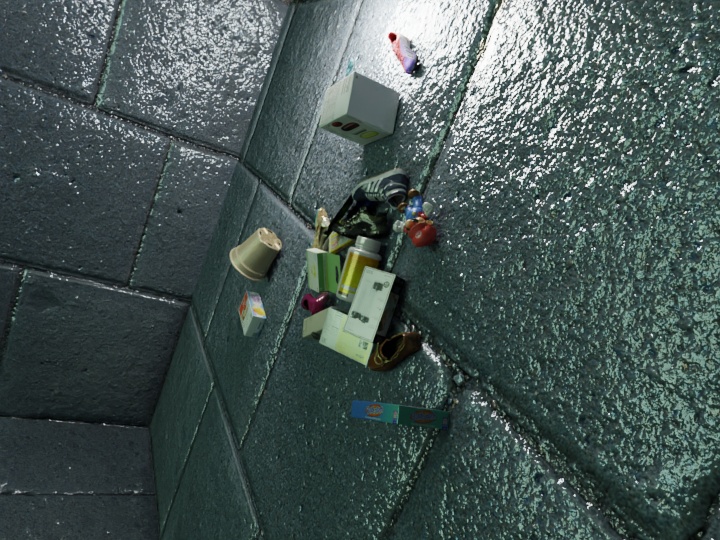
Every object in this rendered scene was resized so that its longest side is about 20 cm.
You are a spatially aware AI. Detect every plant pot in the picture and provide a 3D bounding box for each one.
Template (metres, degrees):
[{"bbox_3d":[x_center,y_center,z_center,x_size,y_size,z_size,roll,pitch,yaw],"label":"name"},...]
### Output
[{"bbox_3d":[-0.459,-0.085,2.393,0.183,0.200,0.201,-44,41,24],"label":"plant pot"}]

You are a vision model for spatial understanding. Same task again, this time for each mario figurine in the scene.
[{"bbox_3d":[0.143,-0.146,1.449,0.201,0.105,0.124,-102,4,-50],"label":"mario figurine"}]

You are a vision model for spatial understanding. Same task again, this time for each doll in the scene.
[{"bbox_3d":[0.007,-0.194,1.740,0.136,0.048,0.202,21,89,48],"label":"doll"}]

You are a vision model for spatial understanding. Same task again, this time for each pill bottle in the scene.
[{"bbox_3d":[0.000,0.000,1.628,0.109,0.108,0.202,21,95,60],"label":"pill bottle"}]

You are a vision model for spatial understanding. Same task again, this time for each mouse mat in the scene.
[{"bbox_3d":[-0.065,-0.190,1.786,0.162,0.007,0.200,-55,0,-11],"label":"mouse mat"}]

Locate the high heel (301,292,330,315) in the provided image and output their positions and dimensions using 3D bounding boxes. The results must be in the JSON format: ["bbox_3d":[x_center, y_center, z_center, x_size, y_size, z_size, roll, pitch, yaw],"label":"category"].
[{"bbox_3d":[-0.186,0.130,1.885,0.096,0.068,0.200,-47,9,-31],"label":"high heel"}]

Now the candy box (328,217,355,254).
[{"bbox_3d":[-0.053,-0.133,1.859,0.199,0.026,0.103,-26,60,52],"label":"candy box"}]

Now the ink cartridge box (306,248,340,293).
[{"bbox_3d":[-0.132,0.006,1.870,0.200,0.048,0.147,20,115,62],"label":"ink cartridge box"}]

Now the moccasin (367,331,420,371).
[{"bbox_3d":[0.077,0.221,1.429,0.201,0.077,0.074,-35,48,49],"label":"moccasin"}]

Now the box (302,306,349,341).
[{"bbox_3d":[-0.115,0.182,1.772,0.200,0.082,0.069,-29,52,53],"label":"box"}]

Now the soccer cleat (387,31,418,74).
[{"bbox_3d":[0.138,-0.723,1.753,0.068,0.073,0.201,-48,39,38],"label":"soccer cleat"}]

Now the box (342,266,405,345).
[{"bbox_3d":[0.038,0.101,1.509,0.116,0.060,0.202,15,83,37],"label":"box"}]

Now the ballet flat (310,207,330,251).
[{"bbox_3d":[-0.139,-0.139,1.989,0.065,0.070,0.202,2,80,32],"label":"ballet flat"}]

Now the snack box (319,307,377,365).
[{"bbox_3d":[-0.030,0.197,1.593,0.199,0.037,0.117,19,94,37],"label":"snack box"}]

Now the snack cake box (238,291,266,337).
[{"bbox_3d":[-0.500,0.200,2.430,0.116,0.067,0.200,-63,32,23],"label":"snack cake box"}]

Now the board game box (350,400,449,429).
[{"bbox_3d":[0.092,0.348,1.275,0.199,0.151,0.045,-14,64,56],"label":"board game box"}]

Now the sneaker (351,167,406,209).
[{"bbox_3d":[0.058,-0.232,1.635,0.199,0.070,0.110,-20,60,30],"label":"sneaker"}]

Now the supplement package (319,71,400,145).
[{"bbox_3d":[-0.005,-0.542,1.796,0.199,0.190,0.149,0,77,60],"label":"supplement package"}]

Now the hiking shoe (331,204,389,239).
[{"bbox_3d":[0.002,-0.155,1.675,0.198,0.076,0.102,4,81,25],"label":"hiking shoe"}]
